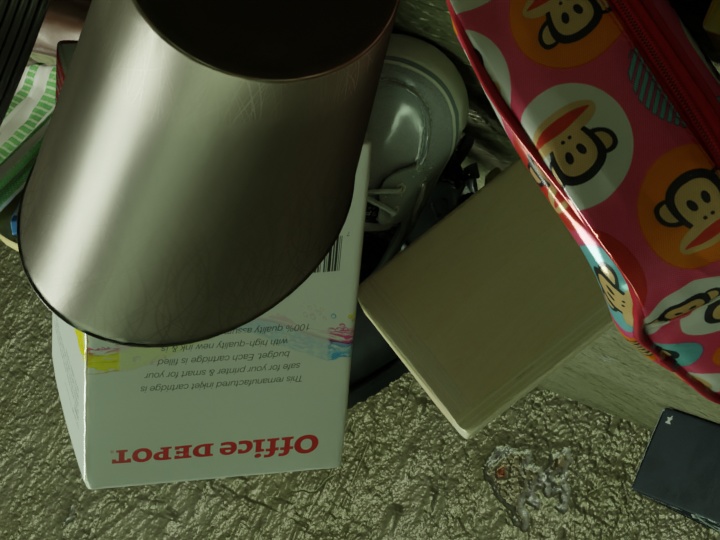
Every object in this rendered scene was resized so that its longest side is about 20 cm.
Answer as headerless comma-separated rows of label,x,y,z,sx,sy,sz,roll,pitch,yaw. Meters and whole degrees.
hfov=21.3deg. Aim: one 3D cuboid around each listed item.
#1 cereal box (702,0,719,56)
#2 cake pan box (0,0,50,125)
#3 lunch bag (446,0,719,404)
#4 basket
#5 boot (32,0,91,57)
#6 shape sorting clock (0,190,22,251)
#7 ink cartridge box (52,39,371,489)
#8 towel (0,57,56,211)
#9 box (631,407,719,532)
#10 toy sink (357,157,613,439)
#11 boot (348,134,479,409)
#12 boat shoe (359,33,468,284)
cereal box,0.215,-0.049,0.703,0.144,0.040,0.200,22,175,26
cake pan box,-0.217,-0.120,1.069,0.052,0.185,0.200,20,175,-16
lunch bag,0.105,-0.049,0.726,0.176,0.082,0.200,60,-169,23
basket,-0.058,-0.079,0.819,0.136,0.180,0.200,45,152,10
boot,-0.207,-0.165,1.221,0.200,0.064,0.186,23,-171,36
shape sorting clock,-0.133,-0.062,1.186,0.200,0.200,0.039,18,138,43
ink cartridge box,-0.087,-0.006,1.027,0.145,0.200,0.145,-2,-152,-16
towel,-0.248,-0.081,1.244,0.023,0.153,0.200,47,168,-28
box,0.495,0.282,2.467,0.200,0.124,0.196,18,171,45
toy sink,0.104,-0.007,1.103,0.112,0.200,0.130,52,179,6
boot,0.000,0.001,1.231,0.073,0.198,0.163,-110,-3,-47
boat shoe,0.011,-0.050,1.070,0.070,0.072,0.201,20,149,3
